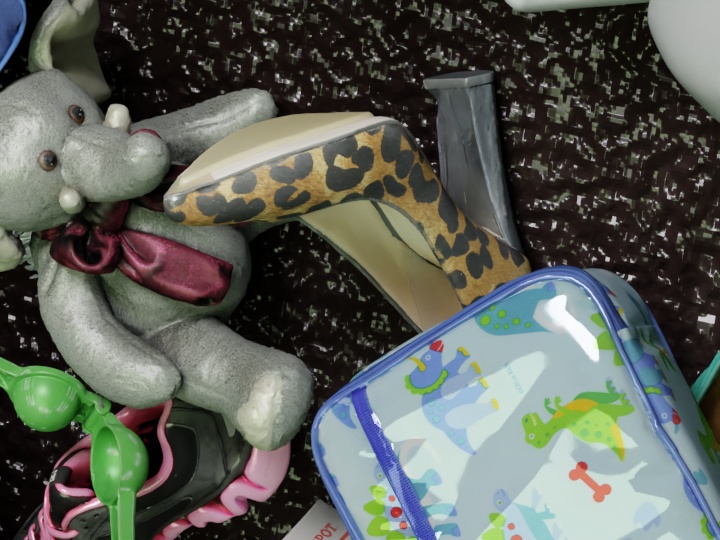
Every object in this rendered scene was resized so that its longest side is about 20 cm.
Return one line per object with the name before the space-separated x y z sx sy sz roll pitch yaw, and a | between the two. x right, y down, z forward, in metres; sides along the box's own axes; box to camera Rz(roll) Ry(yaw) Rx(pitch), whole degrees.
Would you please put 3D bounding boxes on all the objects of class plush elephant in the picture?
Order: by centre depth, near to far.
plush elephant | -0.111 -0.033 1.354 0.199 0.155 0.165 10 68 32

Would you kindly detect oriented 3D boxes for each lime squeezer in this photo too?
lime squeezer | -0.141 0.079 1.360 0.200 0.071 0.038 50 156 9

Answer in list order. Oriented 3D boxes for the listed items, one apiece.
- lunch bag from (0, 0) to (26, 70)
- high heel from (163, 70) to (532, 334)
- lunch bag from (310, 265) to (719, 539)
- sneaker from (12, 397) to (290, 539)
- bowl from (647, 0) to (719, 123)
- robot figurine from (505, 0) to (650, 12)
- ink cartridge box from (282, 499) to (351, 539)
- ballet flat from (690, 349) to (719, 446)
lunch bag | -0.239 -0.109 1.358 0.135 0.133 0.200 25 123 -18
high heel | 0.000 0.000 1.315 0.071 0.199 0.143 4 106 47
lunch bag | 0.080 0.112 1.294 0.160 0.082 0.201 -28 81 17
sneaker | -0.128 0.115 1.441 0.200 0.095 0.079 -44 59 22
bowl | 0.238 -0.098 1.213 0.199 0.075 0.200 33 118 -23
robot figurine | 0.090 -0.193 1.246 0.199 0.113 0.171 -3 92 0
ink cartridge box | 0.000 0.180 1.409 0.199 0.116 0.068 28 115 10
ballet flat | 0.170 0.071 1.339 0.067 0.070 0.201 29 114 9
